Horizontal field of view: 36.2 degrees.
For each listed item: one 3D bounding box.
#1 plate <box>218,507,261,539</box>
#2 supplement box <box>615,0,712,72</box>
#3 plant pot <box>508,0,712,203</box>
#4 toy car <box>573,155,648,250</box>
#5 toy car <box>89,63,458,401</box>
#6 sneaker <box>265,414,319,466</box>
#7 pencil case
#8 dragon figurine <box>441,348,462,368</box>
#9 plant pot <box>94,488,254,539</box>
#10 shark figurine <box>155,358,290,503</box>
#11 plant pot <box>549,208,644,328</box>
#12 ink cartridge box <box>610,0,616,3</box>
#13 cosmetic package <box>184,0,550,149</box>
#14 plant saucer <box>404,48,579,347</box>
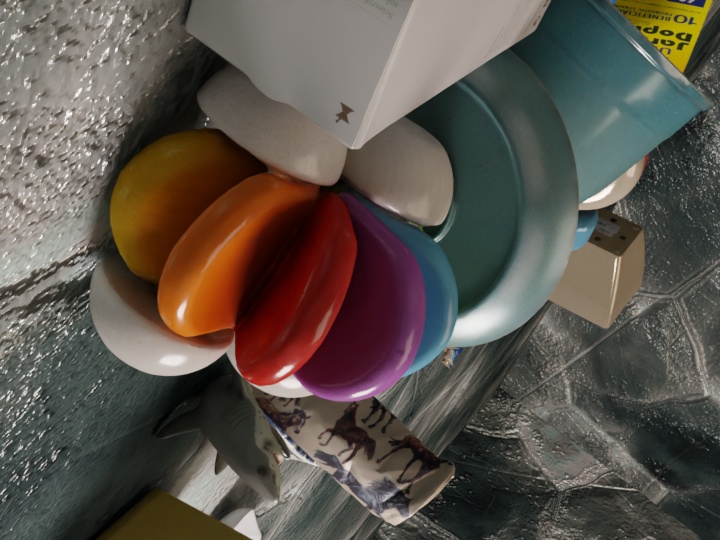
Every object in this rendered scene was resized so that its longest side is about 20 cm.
[{"bbox_3d":[-0.193,0.361,1.270,0.200,0.032,0.200,-48,166,-19],"label":"plate"},{"bbox_3d":[0.266,-0.269,1.015,0.200,0.109,0.110,57,47,-76],"label":"supplement box"},{"bbox_3d":[0.094,-0.115,0.738,0.188,0.200,0.200,-45,170,19],"label":"plant pot"},{"bbox_3d":[0.186,-0.160,0.995,0.200,0.177,0.185,-58,171,-46],"label":"toy car"},{"bbox_3d":[-0.028,0.002,0.579,0.200,0.150,0.175,17,112,-43],"label":"toy car"},{"bbox_3d":[-0.059,0.175,1.161,0.200,0.085,0.077,38,51,-56],"label":"sneaker"},{"bbox_3d":[-0.008,0.139,0.977,0.089,0.200,0.078,-45,176,-47],"label":"pencil case"},{"bbox_3d":[0.153,0.097,1.738,0.100,0.059,0.200,-52,167,-8],"label":"dragon figurine"},{"bbox_3d":[-0.160,0.307,0.934,0.177,0.200,0.200,-60,171,-27],"label":"plant pot"},{"bbox_3d":[-0.117,0.121,0.883,0.089,0.128,0.214,-26,-179,-8],"label":"shark figurine"},{"bbox_3d":[0.529,-0.027,2.481,0.200,0.199,0.177,-43,152,-40],"label":"plant pot"},{"bbox_3d":[0.208,-0.309,0.835,0.200,0.084,0.146,-53,166,-4],"label":"ink cartridge box"},{"bbox_3d":[0.021,-0.150,0.545,0.200,0.108,0.085,-40,162,-49],"label":"cosmetic package"},{"bbox_3d":[0.037,-0.048,0.667,0.027,0.200,0.200,-18,144,-50],"label":"plant saucer"}]
